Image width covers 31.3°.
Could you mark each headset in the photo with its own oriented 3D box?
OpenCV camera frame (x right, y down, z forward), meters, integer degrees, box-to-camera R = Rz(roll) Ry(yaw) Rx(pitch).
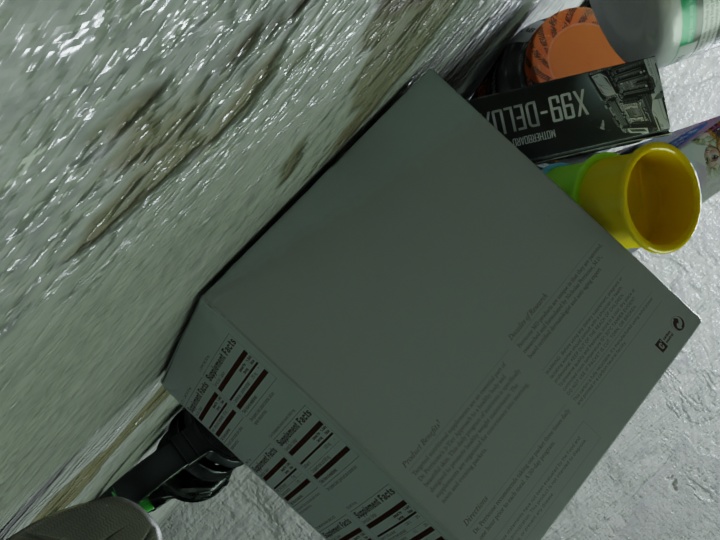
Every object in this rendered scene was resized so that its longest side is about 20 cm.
[{"bbox_3d":[-0.116,0.152,1.026,0.199,0.094,0.124,-34,171,-33],"label":"headset"}]

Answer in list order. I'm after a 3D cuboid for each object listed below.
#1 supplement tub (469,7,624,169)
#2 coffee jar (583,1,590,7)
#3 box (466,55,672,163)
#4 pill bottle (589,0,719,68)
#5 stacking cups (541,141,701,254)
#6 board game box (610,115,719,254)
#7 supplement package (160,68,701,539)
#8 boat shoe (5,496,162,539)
[{"bbox_3d":[0.158,-0.134,1.088,0.123,0.122,0.200,-47,177,-20],"label":"supplement tub"},{"bbox_3d":[0.333,-0.329,1.656,0.104,0.085,0.200,-51,178,-31],"label":"coffee jar"},{"bbox_3d":[0.117,-0.096,0.871,0.156,0.050,0.200,-13,-177,6],"label":"box"},{"bbox_3d":[0.261,-0.218,0.864,0.199,0.114,0.113,-21,172,-11],"label":"pill bottle"},{"bbox_3d":[0.112,-0.034,0.767,0.061,0.061,0.200,-47,-161,-23],"label":"stacking cups"},{"bbox_3d":[0.150,-0.030,0.909,0.199,0.041,0.199,-34,-174,-17],"label":"board game box"},{"bbox_3d":[0.033,0.045,0.701,0.191,0.200,0.147,-46,178,-27],"label":"supplement package"},{"bbox_3d":[-0.189,0.188,0.666,0.200,0.075,0.073,-39,-174,-9],"label":"boat shoe"}]
